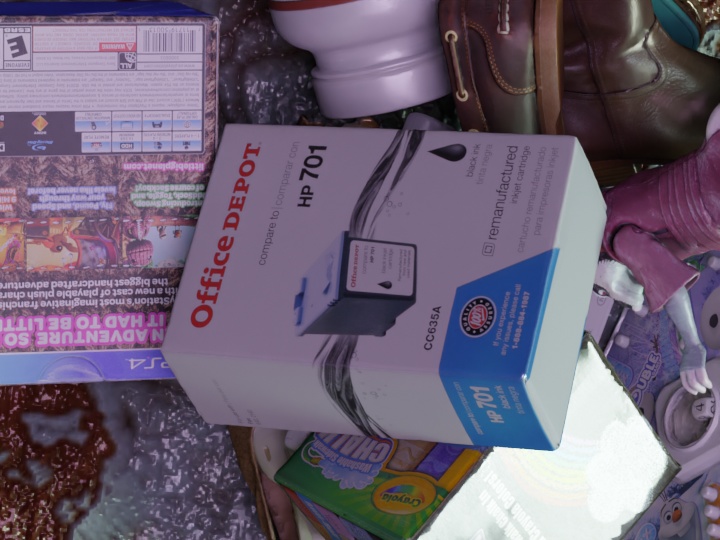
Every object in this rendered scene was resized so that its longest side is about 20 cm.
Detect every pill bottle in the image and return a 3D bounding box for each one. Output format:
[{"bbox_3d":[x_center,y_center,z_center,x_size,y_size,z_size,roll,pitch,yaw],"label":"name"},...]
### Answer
[{"bbox_3d":[-0.004,-0.190,1.518,0.112,0.112,0.200,-17,104,-12],"label":"pill bottle"}]

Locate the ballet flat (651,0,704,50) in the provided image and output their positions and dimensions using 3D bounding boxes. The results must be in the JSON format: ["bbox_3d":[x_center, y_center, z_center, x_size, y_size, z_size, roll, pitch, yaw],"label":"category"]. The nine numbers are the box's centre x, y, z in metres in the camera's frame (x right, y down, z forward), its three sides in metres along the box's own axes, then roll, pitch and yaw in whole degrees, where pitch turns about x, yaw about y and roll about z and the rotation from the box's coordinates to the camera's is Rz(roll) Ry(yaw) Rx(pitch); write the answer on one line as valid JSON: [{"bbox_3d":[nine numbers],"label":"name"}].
[{"bbox_3d":[0.123,-0.195,1.564,0.068,0.072,0.200,-37,121,24],"label":"ballet flat"}]

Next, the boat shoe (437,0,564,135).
[{"bbox_3d":[0.080,-0.070,1.517,0.070,0.070,0.200,-2,123,7],"label":"boat shoe"}]

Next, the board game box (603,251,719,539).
[{"bbox_3d":[0.187,0.082,1.572,0.026,0.200,0.200,22,94,-35],"label":"board game box"}]

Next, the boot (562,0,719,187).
[{"bbox_3d":[0.164,-0.145,1.513,0.186,0.064,0.200,-15,124,12],"label":"boot"}]

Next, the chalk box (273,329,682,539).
[{"bbox_3d":[0.050,0.125,1.504,0.200,0.124,0.124,-47,127,-14],"label":"chalk box"}]

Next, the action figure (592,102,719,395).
[{"bbox_3d":[0.183,-0.037,1.471,0.200,0.134,0.149,-25,120,26],"label":"action figure"}]

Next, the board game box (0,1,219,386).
[{"bbox_3d":[-0.165,-0.043,1.507,0.159,0.097,0.200,-1,100,-15],"label":"board game box"}]

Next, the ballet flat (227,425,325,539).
[{"bbox_3d":[-0.031,0.133,1.588,0.068,0.072,0.200,-12,102,-10],"label":"ballet flat"}]

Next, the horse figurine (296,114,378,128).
[{"bbox_3d":[0.000,0.000,1.585,0.133,0.050,0.200,-44,113,-7],"label":"horse figurine"}]

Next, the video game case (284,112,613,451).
[{"bbox_3d":[0.062,0.033,1.583,0.182,0.024,0.200,23,87,-38],"label":"video game case"}]

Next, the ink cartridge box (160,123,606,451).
[{"bbox_3d":[0.014,0.007,1.448,0.200,0.086,0.146,4,62,19],"label":"ink cartridge box"}]

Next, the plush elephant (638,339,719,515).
[{"bbox_3d":[0.264,0.103,1.621,0.200,0.155,0.165,39,88,-19],"label":"plush elephant"}]
